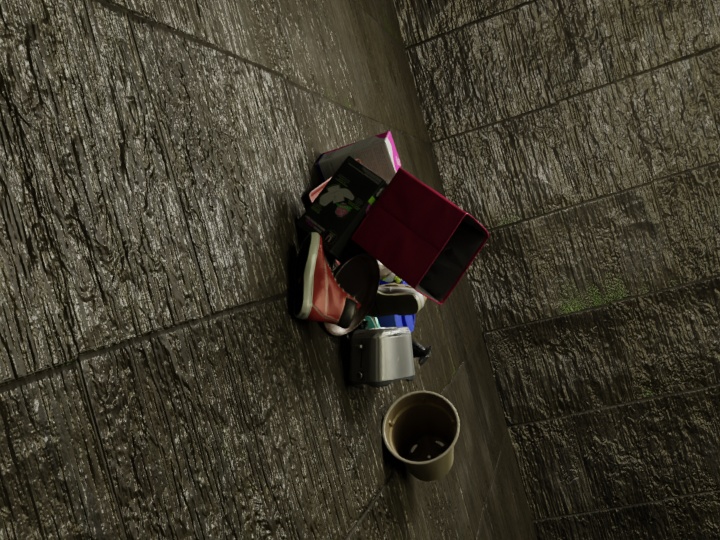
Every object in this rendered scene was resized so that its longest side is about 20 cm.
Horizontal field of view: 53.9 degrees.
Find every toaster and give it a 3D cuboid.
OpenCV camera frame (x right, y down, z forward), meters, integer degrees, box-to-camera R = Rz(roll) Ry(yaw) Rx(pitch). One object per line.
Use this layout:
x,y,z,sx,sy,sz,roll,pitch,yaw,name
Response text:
0.056,0.204,1.694,0.198,0.112,0.132,0,87,-49,toaster

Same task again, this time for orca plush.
0.088,0.209,1.815,0.070,0.199,0.107,20,89,-35,orca plush

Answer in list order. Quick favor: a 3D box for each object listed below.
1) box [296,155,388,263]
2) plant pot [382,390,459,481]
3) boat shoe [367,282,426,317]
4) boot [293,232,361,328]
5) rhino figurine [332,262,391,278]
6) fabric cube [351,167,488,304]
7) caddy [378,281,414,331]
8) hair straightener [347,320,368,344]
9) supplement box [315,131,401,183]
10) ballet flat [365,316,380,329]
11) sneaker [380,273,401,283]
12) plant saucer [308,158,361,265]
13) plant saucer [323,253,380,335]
-0.021,-0.126,1.631,0.124,0.201,0.148,38,-2,30,box
0.168,0.450,1.844,0.185,0.196,0.203,72,13,-48,plant pot
0.069,0.070,1.731,0.068,0.197,0.076,-32,122,-52,boat shoe
-0.065,0.023,1.510,0.142,0.072,0.204,15,59,-24,boot
0.000,0.000,1.747,0.198,0.060,0.087,-21,53,-37,rhino figurine
0.137,-0.073,1.590,0.199,0.202,0.196,38,5,28,fabric cube
0.076,0.108,1.941,0.141,0.103,0.204,-44,131,-54,caddy
-0.013,0.142,1.740,0.202,0.040,0.077,60,38,-24,hair straightener
-0.003,-0.278,1.857,0.102,0.196,0.105,-68,139,-62,supplement box
0.008,0.110,1.819,0.070,0.066,0.204,-177,-109,-83,ballet flat
0.089,-0.005,1.900,0.200,0.082,0.073,-71,-174,-68,sneaker
-0.040,-0.147,1.782,0.200,0.036,0.202,-41,118,-37,plant saucer
-0.027,0.051,1.628,0.199,0.032,0.203,-33,137,-38,plant saucer
